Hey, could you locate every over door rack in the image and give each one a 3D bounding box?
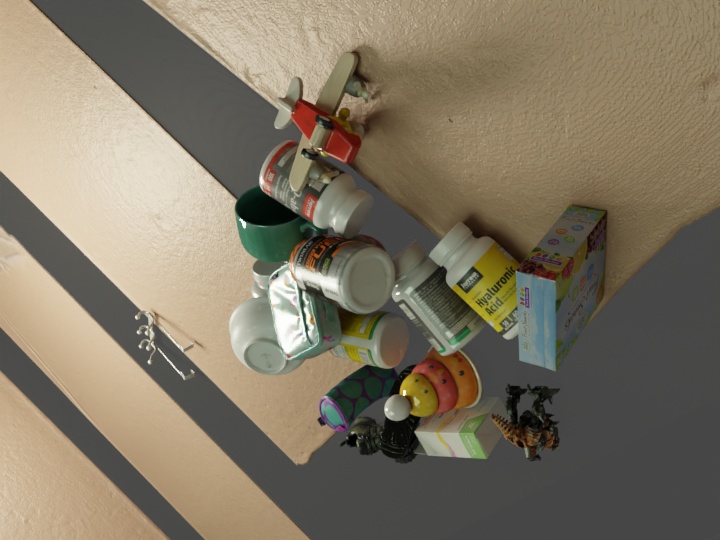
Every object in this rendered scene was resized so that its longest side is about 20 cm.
[{"bbox_3d":[-0.574,0.223,2.238,0.200,0.067,0.148,32,139,19],"label":"over door rack"}]

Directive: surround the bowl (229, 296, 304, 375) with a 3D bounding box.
[{"bbox_3d":[-0.198,0.160,1.668,0.200,0.090,0.202,4,125,6],"label":"bowl"}]

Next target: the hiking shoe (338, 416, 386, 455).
[{"bbox_3d":[0.044,0.399,1.800,0.200,0.101,0.076,-9,116,45],"label":"hiking shoe"}]

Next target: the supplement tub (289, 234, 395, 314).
[{"bbox_3d":[-0.039,0.002,1.396,0.200,0.122,0.123,15,132,53],"label":"supplement tub"}]

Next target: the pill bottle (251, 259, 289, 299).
[{"bbox_3d":[-0.182,0.068,1.725,0.113,0.113,0.200,17,132,32],"label":"pill bottle"}]

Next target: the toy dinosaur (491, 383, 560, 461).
[{"bbox_3d":[0.313,0.281,1.422,0.102,0.136,0.200,1,165,25],"label":"toy dinosaur"}]

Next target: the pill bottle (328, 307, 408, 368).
[{"bbox_3d":[-0.009,0.132,1.606,0.200,0.113,0.113,7,126,38],"label":"pill bottle"}]

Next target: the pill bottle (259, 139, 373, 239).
[{"bbox_3d":[-0.081,-0.150,1.449,0.200,0.116,0.116,33,139,17],"label":"pill bottle"}]

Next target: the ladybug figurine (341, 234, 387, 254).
[{"bbox_3d":[0.000,0.000,1.522,0.136,0.072,0.200,55,145,17],"label":"ladybug figurine"}]

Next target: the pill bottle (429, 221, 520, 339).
[{"bbox_3d":[0.216,0.013,1.315,0.200,0.111,0.111,43,141,6],"label":"pill bottle"}]

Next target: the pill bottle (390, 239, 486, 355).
[{"bbox_3d":[0.130,0.049,1.421,0.200,0.113,0.113,50,141,-3],"label":"pill bottle"}]

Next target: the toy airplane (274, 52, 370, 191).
[{"bbox_3d":[-0.061,-0.252,1.341,0.200,0.141,0.200,-21,66,51],"label":"toy airplane"}]

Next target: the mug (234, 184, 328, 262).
[{"bbox_3d":[-0.163,-0.079,1.541,0.185,0.152,0.115,-127,25,-45],"label":"mug"}]

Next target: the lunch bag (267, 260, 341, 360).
[{"bbox_3d":[-0.113,0.072,1.558,0.160,0.077,0.201,-31,69,50],"label":"lunch bag"}]

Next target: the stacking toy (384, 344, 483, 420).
[{"bbox_3d":[0.128,0.239,1.501,0.146,0.200,0.146,30,133,38],"label":"stacking toy"}]

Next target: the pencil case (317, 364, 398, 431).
[{"bbox_3d":[-0.003,0.268,1.656,0.085,0.200,0.093,-19,98,44],"label":"pencil case"}]

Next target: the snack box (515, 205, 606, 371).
[{"bbox_3d":[0.307,0.023,1.169,0.068,0.200,0.169,16,130,33],"label":"snack box"}]

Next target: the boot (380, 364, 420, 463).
[{"bbox_3d":[0.103,0.313,1.670,0.079,0.212,0.158,19,171,18],"label":"boot"}]

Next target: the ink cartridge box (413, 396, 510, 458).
[{"bbox_3d":[0.194,0.319,1.583,0.200,0.117,0.067,-12,115,46],"label":"ink cartridge box"}]
